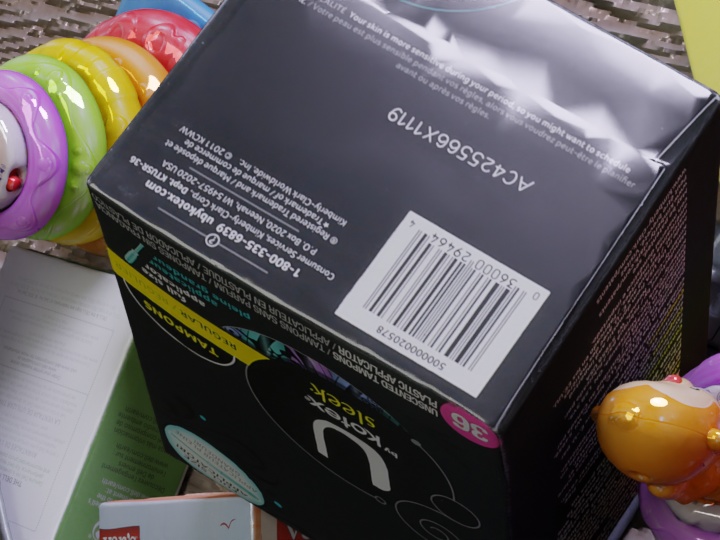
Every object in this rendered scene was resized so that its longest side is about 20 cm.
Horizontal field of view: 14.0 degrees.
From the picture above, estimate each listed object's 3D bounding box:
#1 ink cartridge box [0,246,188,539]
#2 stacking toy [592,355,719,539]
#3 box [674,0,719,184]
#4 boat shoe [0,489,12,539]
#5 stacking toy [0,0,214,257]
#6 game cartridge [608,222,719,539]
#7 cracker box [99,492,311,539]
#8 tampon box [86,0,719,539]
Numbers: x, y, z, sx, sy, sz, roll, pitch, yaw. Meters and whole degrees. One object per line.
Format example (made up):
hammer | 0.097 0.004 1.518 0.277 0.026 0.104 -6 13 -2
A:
ink cartridge box | -0.137 0.098 1.260 0.104 0.059 0.201 14 81 47
stacking toy | 0.124 0.067 0.900 0.116 0.200 0.110 12 79 35
box | 0.158 -0.061 1.041 0.050 0.075 0.201 -30 50 30
boat shoe | -0.156 0.139 1.161 0.065 0.074 0.202 -47 34 12
stacking toy | -0.134 -0.052 1.214 0.110 0.200 0.116 41 119 29
game cartridge | 0.059 0.052 1.110 0.133 0.041 0.201 36 97 44
cracker box | -0.043 0.181 1.062 0.134 0.057 0.201 -9 82 62
tampon box | 0.019 0.008 0.921 0.149 0.200 0.126 30 69 18
